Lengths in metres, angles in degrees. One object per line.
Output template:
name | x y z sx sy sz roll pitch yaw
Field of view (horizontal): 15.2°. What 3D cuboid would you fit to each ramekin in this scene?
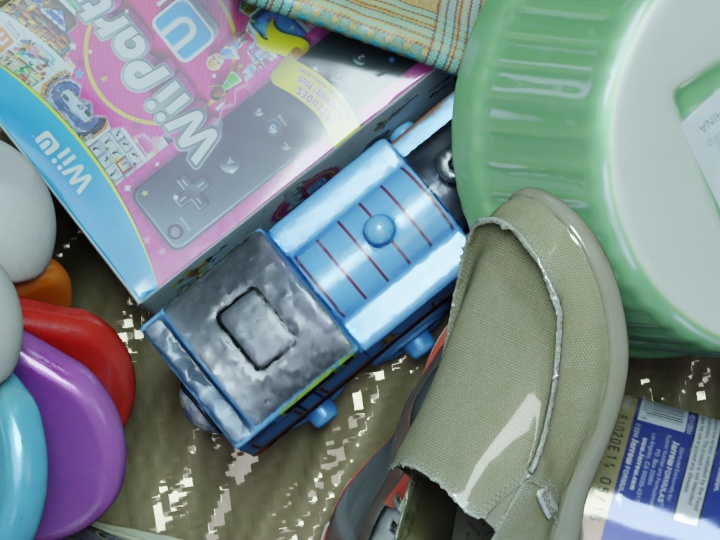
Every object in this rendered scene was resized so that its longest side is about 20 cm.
ramekin | 0.147 -0.057 1.102 0.200 0.098 0.200 -3 98 -26

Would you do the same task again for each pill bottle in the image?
pill bottle | 0.174 0.126 1.139 0.200 0.112 0.112 15 86 6

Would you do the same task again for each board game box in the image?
board game box | -0.060 -0.097 1.205 0.200 0.064 0.148 -39 82 0

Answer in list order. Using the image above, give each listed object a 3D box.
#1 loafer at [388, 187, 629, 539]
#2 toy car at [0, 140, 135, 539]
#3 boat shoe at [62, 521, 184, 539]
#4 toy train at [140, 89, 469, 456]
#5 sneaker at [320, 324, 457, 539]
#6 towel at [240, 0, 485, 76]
loafer | 0.053 0.067 1.057 0.068 0.076 0.200 -9 112 -36
toy car | -0.168 0.055 1.139 0.150 0.200 0.175 27 116 -11
boat shoe | -0.151 0.134 1.187 0.200 0.065 0.072 12 87 6
toy train | 0.000 0.000 1.164 0.200 0.114 0.087 -39 83 0
sneaker | 0.025 0.105 1.154 0.077 0.082 0.200 22 104 5
towel | 0.033 -0.153 1.168 0.200 0.022 0.147 18 60 -12
